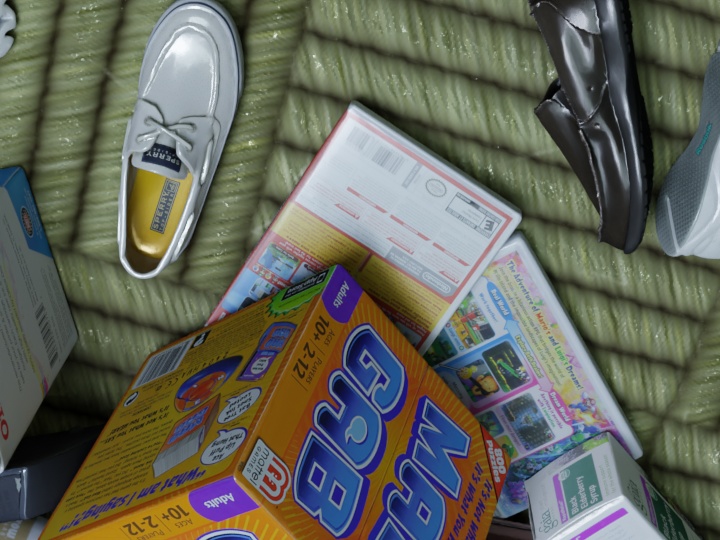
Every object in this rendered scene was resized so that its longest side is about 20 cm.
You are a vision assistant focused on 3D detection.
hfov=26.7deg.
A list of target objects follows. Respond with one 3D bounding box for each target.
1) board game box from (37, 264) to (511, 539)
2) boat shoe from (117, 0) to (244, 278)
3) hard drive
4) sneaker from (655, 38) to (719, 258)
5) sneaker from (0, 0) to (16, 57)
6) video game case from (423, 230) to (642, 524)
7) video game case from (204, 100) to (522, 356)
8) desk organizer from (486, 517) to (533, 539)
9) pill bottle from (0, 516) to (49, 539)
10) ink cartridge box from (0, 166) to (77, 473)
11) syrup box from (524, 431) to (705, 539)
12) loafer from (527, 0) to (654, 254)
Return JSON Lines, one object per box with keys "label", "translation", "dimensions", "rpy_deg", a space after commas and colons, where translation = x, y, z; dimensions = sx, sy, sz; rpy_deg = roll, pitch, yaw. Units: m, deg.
{"label": "board game box", "translation": [-0.054, 0.159, 1.023], "dimensions": [0.200, 0.200, 0.200], "rpy_deg": [-25, 116, 37]}
{"label": "boat shoe", "translation": [-0.129, -0.086, 1.034], "dimensions": [0.071, 0.070, 0.200], "rpy_deg": [17, 113, -4]}
{"label": "hard drive", "translation": [-0.252, 0.147, 1.069], "dimensions": [0.135, 0.200, 0.042], "rpy_deg": [-11, 91, 9]}
{"label": "sneaker", "translation": [0.268, -0.097, 1.015], "dimensions": [0.080, 0.070, 0.201], "rpy_deg": [10, 117, -17]}
{"label": "sneaker", "translation": [-0.280, -0.222, 0.982], "dimensions": [0.075, 0.081, 0.200], "rpy_deg": [-11, 110, 10]}
{"label": "video game case", "translation": [0.084, 0.093, 1.123], "dimensions": [0.182, 0.024, 0.200], "rpy_deg": [-27, 108, 13]}
{"label": "video game case", "translation": [0.000, 0.000, 1.071], "dimensions": [0.143, 0.017, 0.200], "rpy_deg": [33, 109, -6]}
{"label": "desk organizer", "translation": [0.078, 0.289, 1.161], "dimensions": [0.072, 0.077, 0.200], "rpy_deg": [12, 119, -8]}
{"label": "pill bottle", "translation": [-0.291, 0.235, 1.152], "dimensions": [0.200, 0.120, 0.120], "rpy_deg": [18, 113, -5]}
{"label": "ink cartridge box", "translation": [-0.271, 0.035, 1.023], "dimensions": [0.084, 0.200, 0.145], "rpy_deg": [-11, 112, 8]}
{"label": "syrup box", "translation": [0.212, 0.221, 1.124], "dimensions": [0.081, 0.079, 0.200], "rpy_deg": [-34, 115, 17]}
{"label": "loafer", "translation": [0.153, -0.107, 1.015], "dimensions": [0.071, 0.073, 0.200], "rpy_deg": [-6, 108, 17]}
